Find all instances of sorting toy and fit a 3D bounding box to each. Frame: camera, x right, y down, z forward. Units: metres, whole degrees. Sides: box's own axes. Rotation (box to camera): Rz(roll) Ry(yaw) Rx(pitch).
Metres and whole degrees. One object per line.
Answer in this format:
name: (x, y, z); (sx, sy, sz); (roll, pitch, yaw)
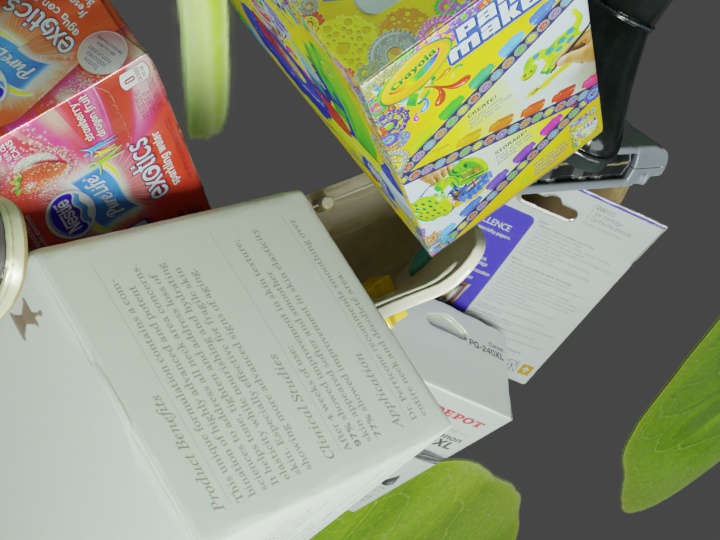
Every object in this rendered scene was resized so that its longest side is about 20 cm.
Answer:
sorting toy: (0.000, 0.000, 0.954); (0.199, 0.107, 0.180); (-22, -167, -11)

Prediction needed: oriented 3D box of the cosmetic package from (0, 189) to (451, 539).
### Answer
cosmetic package: (-0.098, 0.081, 0.780); (0.200, 0.168, 0.166); (-16, 160, -49)

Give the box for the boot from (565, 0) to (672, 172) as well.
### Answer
boot: (0.186, -0.181, 0.970); (0.163, 0.073, 0.199); (-50, -162, 44)

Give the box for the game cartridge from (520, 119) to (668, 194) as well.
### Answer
game cartridge: (0.108, -0.102, 1.024); (0.200, 0.133, 0.041); (-7, 124, -40)

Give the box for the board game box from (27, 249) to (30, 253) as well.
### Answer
board game box: (-0.229, 0.038, 0.893); (0.104, 0.024, 0.200); (-12, 153, 1)

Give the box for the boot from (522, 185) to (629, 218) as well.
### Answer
boot: (0.141, -0.026, 1.283); (0.200, 0.066, 0.175); (-24, 151, -32)

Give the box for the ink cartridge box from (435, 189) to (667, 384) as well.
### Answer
ink cartridge box: (0.107, -0.012, 1.161); (0.198, 0.043, 0.200); (22, 127, -23)

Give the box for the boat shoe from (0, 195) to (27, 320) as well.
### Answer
boat shoe: (-0.238, -0.002, 0.714); (0.200, 0.072, 0.065); (-2, 174, 43)

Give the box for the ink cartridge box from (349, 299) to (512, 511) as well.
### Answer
ink cartridge box: (0.003, 0.105, 1.176); (0.145, 0.084, 0.200); (25, 136, -33)

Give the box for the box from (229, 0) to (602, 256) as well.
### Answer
box: (0.012, -0.148, 0.743); (0.122, 0.200, 0.193); (-36, 154, -4)

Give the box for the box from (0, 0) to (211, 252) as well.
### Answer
box: (-0.153, -0.067, 0.777); (0.100, 0.096, 0.200); (-33, 155, -9)
